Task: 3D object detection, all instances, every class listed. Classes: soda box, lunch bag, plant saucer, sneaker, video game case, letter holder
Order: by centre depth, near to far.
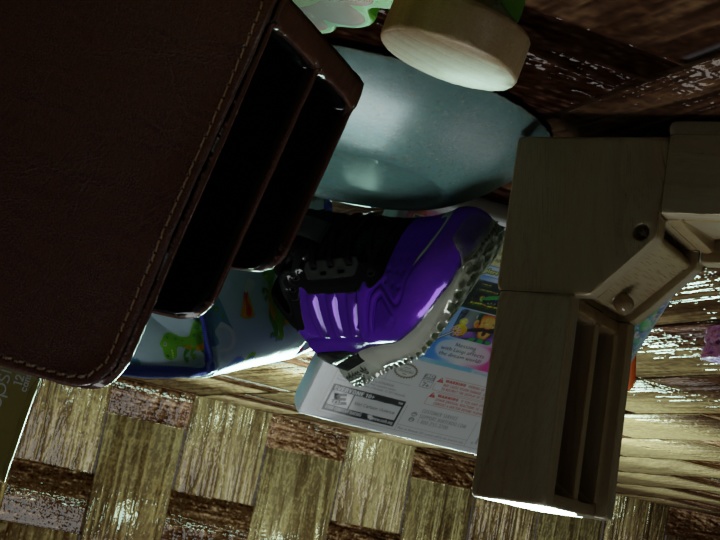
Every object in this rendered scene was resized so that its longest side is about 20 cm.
[{"bbox_3d":[-0.125,-0.049,0.498,0.200,0.142,0.101,23,177,17],"label":"letter holder"},{"bbox_3d":[-0.004,-0.065,0.744,0.200,0.039,0.201,12,170,2],"label":"plant saucer"},{"bbox_3d":[0.000,0.000,0.796,0.099,0.070,0.200,41,151,-5],"label":"sneaker"},{"bbox_3d":[-0.234,0.069,0.864,0.068,0.064,0.200,19,178,-14],"label":"soda box"},{"bbox_3d":[-0.138,0.002,0.923,0.200,0.128,0.170,-3,-179,28],"label":"lunch bag"},{"bbox_3d":[0.082,0.042,0.927,0.200,0.182,0.024,15,-148,-18],"label":"video game case"}]

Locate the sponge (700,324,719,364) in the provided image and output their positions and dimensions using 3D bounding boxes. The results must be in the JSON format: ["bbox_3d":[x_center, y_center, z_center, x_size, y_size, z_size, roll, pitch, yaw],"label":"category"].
[{"bbox_3d":[0.375,0.076,1.107,0.200,0.030,0.112,16,169,-22],"label":"sponge"}]

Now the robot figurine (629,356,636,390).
[{"bbox_3d":[0.099,0.055,1.058,0.200,0.144,0.117,7,153,22],"label":"robot figurine"}]

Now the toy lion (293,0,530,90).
[{"bbox_3d":[-0.044,-0.123,0.447,0.191,0.069,0.200,15,172,27],"label":"toy lion"}]

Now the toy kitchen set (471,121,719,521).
[{"bbox_3d":[0.187,0.039,0.699,0.200,0.181,0.163,3,168,30],"label":"toy kitchen set"}]
